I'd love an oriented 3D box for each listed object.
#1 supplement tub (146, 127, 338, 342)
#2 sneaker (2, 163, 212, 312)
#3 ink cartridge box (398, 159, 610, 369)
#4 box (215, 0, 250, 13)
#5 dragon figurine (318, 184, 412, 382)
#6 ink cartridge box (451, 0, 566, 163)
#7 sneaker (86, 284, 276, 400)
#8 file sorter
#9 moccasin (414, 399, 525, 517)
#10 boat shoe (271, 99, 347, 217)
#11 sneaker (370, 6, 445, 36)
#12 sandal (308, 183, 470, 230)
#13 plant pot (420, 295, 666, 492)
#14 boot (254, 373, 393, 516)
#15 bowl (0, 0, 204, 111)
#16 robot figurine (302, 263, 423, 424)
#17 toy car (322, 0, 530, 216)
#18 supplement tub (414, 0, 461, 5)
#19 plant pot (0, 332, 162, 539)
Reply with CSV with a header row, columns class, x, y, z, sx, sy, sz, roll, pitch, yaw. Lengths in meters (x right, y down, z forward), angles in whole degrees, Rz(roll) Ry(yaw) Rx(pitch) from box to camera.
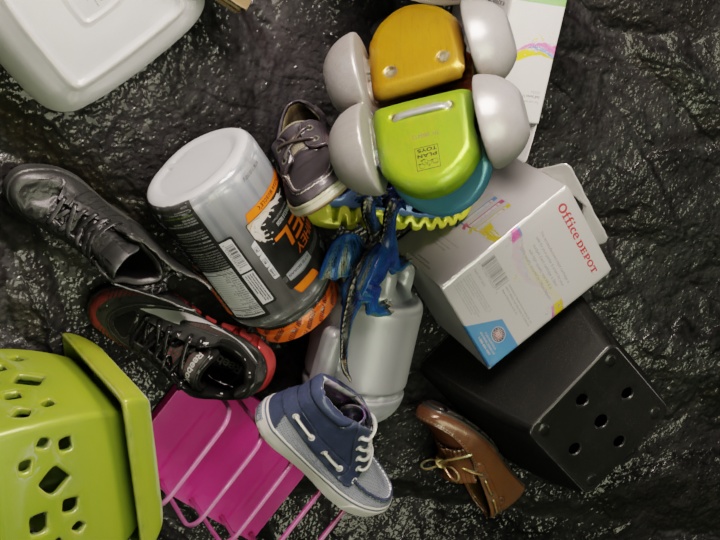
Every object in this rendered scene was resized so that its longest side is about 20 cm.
class,x,y,z,sx,sy,sz,roll,pitch,yaw
supplement tub,-0.110,-0.031,1.258,0.122,0.123,0.200,-39,123,-7
sneaker,-0.240,-0.030,1.205,0.200,0.104,0.060,33,95,-32
ink cartridge box,0.162,-0.021,1.392,0.200,0.125,0.129,-37,122,-8
box,-0.133,-0.355,1.124,0.163,0.021,0.201,28,76,-36
dragon figurine,0.000,0.000,1.248,0.201,0.059,0.099,-63,152,-15
ink cartridge box,0.139,-0.222,1.302,0.067,0.117,0.201,2,109,-26
sneaker,-0.179,0.072,1.256,0.200,0.098,0.071,25,102,-6
file sorter,-0.127,0.219,1.352,0.200,0.125,0.139,38,91,-33
moccasin,0.120,0.226,1.512,0.078,0.074,0.202,-47,133,-11
boat shoe,-0.053,-0.111,1.214,0.072,0.200,0.065,-30,112,11
sneaker,0.047,-0.167,1.293,0.080,0.086,0.201,2,90,-66
sandal,0.032,-0.089,1.332,0.199,0.079,0.087,-1,107,-27
plant pot,0.227,0.134,1.459,0.200,0.177,0.200,-45,124,-2
boot,-0.011,0.183,1.307,0.090,0.073,0.200,-27,129,30
bowl,-0.246,-0.251,1.129,0.199,0.075,0.200,-38,123,-6
robot figurine,0.001,0.081,1.364,0.169,0.113,0.201,-13,120,-56
toy car,0.066,-0.137,1.160,0.174,0.201,0.150,-13,147,12
supplement tub,0.080,-0.359,1.155,0.145,0.145,0.201,25,63,-32
plant pot,-0.301,0.182,1.215,0.181,0.200,0.200,-16,117,-28
